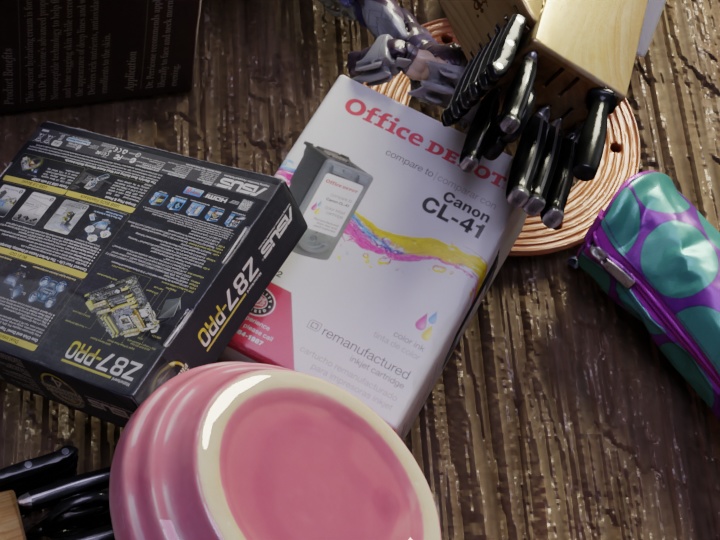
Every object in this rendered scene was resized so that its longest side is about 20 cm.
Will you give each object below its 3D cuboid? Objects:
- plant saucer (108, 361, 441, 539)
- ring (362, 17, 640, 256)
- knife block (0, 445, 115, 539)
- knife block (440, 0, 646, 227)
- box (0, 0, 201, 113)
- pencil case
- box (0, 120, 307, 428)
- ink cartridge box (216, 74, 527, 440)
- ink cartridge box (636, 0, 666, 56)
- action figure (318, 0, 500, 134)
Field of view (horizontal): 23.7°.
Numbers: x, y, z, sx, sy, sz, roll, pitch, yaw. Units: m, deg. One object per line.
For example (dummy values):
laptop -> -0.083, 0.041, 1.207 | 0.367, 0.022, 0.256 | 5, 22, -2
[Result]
plant saucer -> -0.032, 0.128, 0.895 | 0.200, 0.051, 0.201 | 24, 42, -24
ring -> 0.095, -0.093, 1.183 | 0.200, 0.019, 0.201 | 5, 58, -8
knife block -> -0.208, 0.180, 0.934 | 0.175, 0.064, 0.200 | 26, 57, 7
knife block -> 0.133, -0.121, 1.058 | 0.199, 0.064, 0.176 | -13, 71, -38
box -> -0.213, -0.216, 1.114 | 0.199, 0.166, 0.165 | -8, 62, -15
pencil case -> 0.221, 0.035, 1.088 | 0.092, 0.085, 0.200 | -21, 63, -39
box -> -0.154, -0.002, 1.006 | 0.199, 0.049, 0.161 | 15, 57, 33
ink cartridge box -> 0.000, 0.000, 1.060 | 0.147, 0.086, 0.200 | 27, 66, 8
ink cartridge box -> 0.163, -0.264, 1.193 | 0.145, 0.084, 0.201 | 18, 101, 3
action figure -> 0.030, -0.151, 1.132 | 0.069, 0.130, 0.200 | -45, 63, 14
